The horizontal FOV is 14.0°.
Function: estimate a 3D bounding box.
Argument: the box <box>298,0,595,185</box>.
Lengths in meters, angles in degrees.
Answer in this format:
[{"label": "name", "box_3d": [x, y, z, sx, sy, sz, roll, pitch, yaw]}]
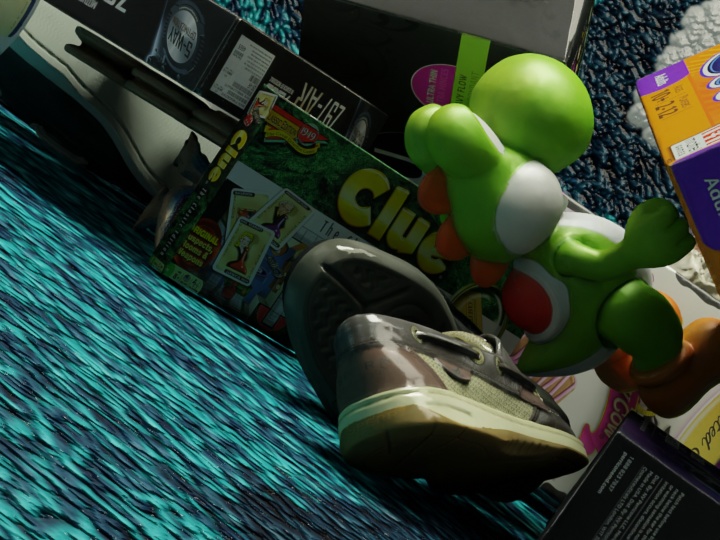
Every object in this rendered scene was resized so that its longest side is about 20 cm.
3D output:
[{"label": "box", "box_3d": [0.049, -0.125, 1.631, 0.148, 0.125, 0.200, 15, -30, 5]}]

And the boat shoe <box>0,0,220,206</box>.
[{"label": "boat shoe", "box_3d": [-0.146, -0.092, 1.633, 0.060, 0.076, 0.200, -18, -57, 42]}]

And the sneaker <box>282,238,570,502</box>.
[{"label": "sneaker", "box_3d": [0.008, 0.033, 1.377, 0.114, 0.076, 0.199, 36, 1, 43]}]

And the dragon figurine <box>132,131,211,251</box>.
[{"label": "dragon figurine", "box_3d": [-0.060, -0.021, 1.522, 0.099, 0.059, 0.200, 31, 1, -4]}]

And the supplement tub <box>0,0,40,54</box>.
[{"label": "supplement tub", "box_3d": [-0.209, -0.146, 1.185, 0.145, 0.145, 0.200, 35, 4, 4]}]

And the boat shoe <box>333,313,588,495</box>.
[{"label": "boat shoe", "box_3d": [0.046, 0.057, 1.277, 0.200, 0.073, 0.065, 26, 51, -67]}]

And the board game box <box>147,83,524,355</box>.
[{"label": "board game box", "box_3d": [0.000, 0.000, 1.462, 0.200, 0.105, 0.023, 31, 1, -32]}]

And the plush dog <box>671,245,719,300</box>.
[{"label": "plush dog", "box_3d": [0.187, 0.108, 1.730, 0.172, 0.160, 0.200, 48, 25, -30]}]

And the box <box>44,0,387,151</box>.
[{"label": "box", "box_3d": [-0.091, -0.120, 1.496, 0.160, 0.044, 0.200, 32, 2, 23]}]

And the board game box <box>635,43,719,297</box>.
[{"label": "board game box", "box_3d": [0.258, -0.018, 1.330, 0.200, 0.199, 0.201, -85, 151, -76]}]

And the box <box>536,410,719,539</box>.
[{"label": "box", "box_3d": [0.157, 0.136, 1.344, 0.141, 0.079, 0.200, 37, 4, 5]}]

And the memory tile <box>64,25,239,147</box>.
[{"label": "memory tile", "box_3d": [-0.058, -0.065, 1.558, 0.153, 0.017, 0.200, 31, 1, 38]}]

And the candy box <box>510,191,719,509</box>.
[{"label": "candy box", "box_3d": [0.114, 0.049, 1.545, 0.200, 0.137, 0.061, 35, -4, 20]}]

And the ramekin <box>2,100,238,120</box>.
[{"label": "ramekin", "box_3d": [-0.139, -0.116, 1.761, 0.200, 0.098, 0.200, 35, 4, -3]}]

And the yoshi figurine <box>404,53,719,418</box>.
[{"label": "yoshi figurine", "box_3d": [0.107, -0.028, 1.428, 0.200, 0.112, 0.112, 46, 33, -28]}]
